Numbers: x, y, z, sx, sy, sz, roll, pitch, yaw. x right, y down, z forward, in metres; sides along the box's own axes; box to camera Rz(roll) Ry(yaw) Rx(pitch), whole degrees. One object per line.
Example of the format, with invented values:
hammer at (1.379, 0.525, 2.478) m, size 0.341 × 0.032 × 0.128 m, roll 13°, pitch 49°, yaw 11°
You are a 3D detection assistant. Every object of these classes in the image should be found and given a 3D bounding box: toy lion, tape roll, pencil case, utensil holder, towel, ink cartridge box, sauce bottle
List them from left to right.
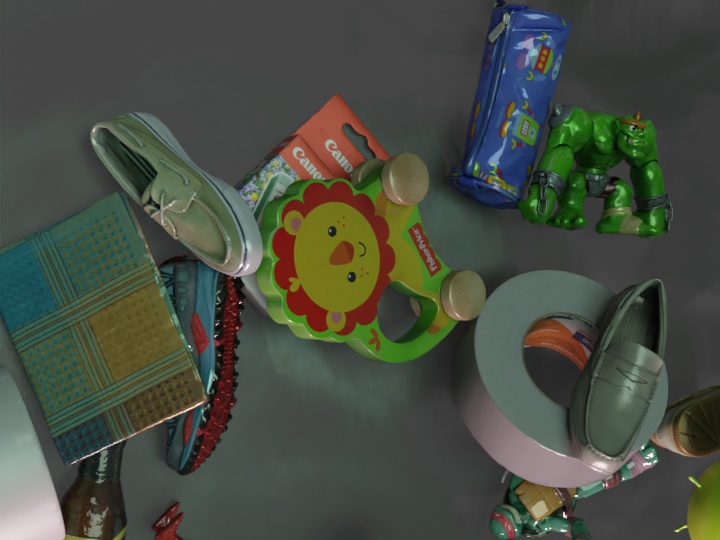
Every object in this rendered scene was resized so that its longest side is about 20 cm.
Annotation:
utensil holder at (-0.364, 0.184, 1.218) m, size 0.198 × 0.170 × 0.172 m, roll -20°, pitch 96°, yaw -19°
sauce bottle at (-0.240, 0.240, 1.310) m, size 0.065 × 0.066 × 0.202 m, roll 9°, pitch 89°, yaw -18°
towel at (-0.233, 0.051, 1.293) m, size 0.145 × 0.022 × 0.202 m, roll -24°, pitch 84°, yaw 3°
ink cartridge box at (-0.053, -0.063, 1.378) m, size 0.200 × 0.050 × 0.109 m, roll -45°, pitch 103°, yaw -12°
toy lion at (0.000, 0.000, 1.326) m, size 0.191 × 0.068 × 0.201 m, roll -40°, pitch 111°, yaw -29°
pencil case at (0.143, -0.162, 1.426) m, size 0.086 × 0.078 × 0.202 m, roll 21°, pitch 82°, yaw -46°
tape roll at (0.189, 0.102, 1.401) m, size 0.198 × 0.066 × 0.202 m, roll 10°, pitch 55°, yaw -15°

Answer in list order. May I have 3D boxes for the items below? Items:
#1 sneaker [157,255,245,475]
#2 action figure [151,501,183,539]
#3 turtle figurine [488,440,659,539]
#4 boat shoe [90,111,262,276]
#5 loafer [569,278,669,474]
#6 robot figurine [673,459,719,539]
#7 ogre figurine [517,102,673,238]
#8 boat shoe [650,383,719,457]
sneaker at (-0.162, 0.084, 1.343) m, size 0.095 × 0.079 × 0.202 m, roll 12°, pitch 100°, yaw 18°
action figure at (-0.090, 0.280, 1.358) m, size 0.099 × 0.065 × 0.200 m, roll -41°, pitch 102°, yaw -5°
turtle figurine at (0.186, 0.208, 1.429) m, size 0.199 × 0.101 × 0.150 m, roll -35°, pitch 85°, yaw -24°
boat shoe at (-0.165, -0.063, 1.289) m, size 0.062 × 0.072 × 0.200 m, roll -15°, pitch 51°, yaw -47°
loafer at (0.238, 0.091, 1.341) m, size 0.069 × 0.070 × 0.201 m, roll 22°, pitch 53°, yaw -5°
robot figurine at (0.420, 0.254, 1.481) m, size 0.198 × 0.116 × 0.177 m, roll 10°, pitch 124°, yaw 5°
ogre figurine at (0.234, -0.097, 1.446) m, size 0.198 × 0.098 × 0.121 m, roll 3°, pitch 89°, yaw -20°
boat shoe at (0.379, 0.144, 1.511) m, size 0.198 × 0.066 × 0.075 m, roll -6°, pitch 91°, yaw -31°
